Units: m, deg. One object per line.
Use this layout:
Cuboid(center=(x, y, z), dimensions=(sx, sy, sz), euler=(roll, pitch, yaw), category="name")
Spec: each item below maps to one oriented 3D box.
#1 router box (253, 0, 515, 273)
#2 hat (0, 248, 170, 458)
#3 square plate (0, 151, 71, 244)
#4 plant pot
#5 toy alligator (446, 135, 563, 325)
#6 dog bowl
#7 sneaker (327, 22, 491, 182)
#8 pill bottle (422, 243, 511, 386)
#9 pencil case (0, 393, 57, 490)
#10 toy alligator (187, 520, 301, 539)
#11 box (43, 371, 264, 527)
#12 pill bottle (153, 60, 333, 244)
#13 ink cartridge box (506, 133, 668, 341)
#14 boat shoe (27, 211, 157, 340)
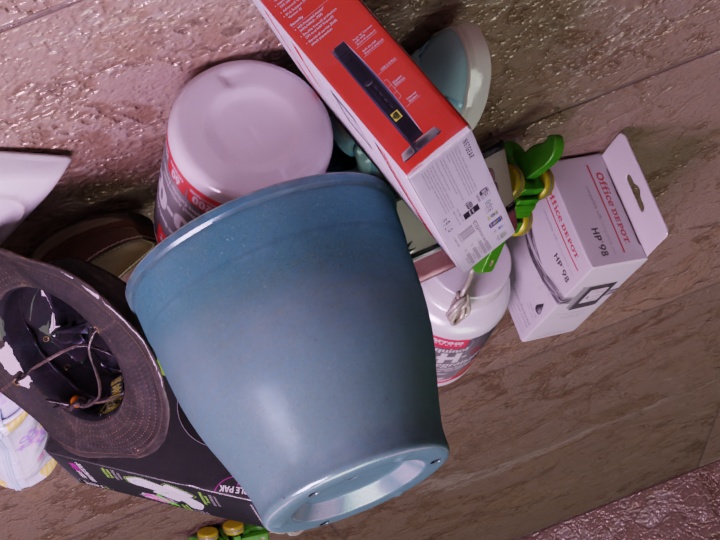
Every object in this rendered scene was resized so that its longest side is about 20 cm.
Cuboid(center=(0.015, -0.104, 1.011), dimensions=(0.049, 0.180, 0.200), euler=(-38, 159, 0), category="router box")
Cuboid(center=(-0.206, 0.043, 1.155), dimensions=(0.081, 0.200, 0.201), euler=(-51, -177, -41), category="hat")
Cuboid(center=(-0.330, -0.023, 1.099), dimensions=(0.198, 0.029, 0.200), euler=(-2, 151, -44), category="square plate")
Cuboid(center=(-0.033, 0.065, 1.056), dimensions=(0.199, 0.188, 0.200), euler=(-21, 160, -8), category="plant pot")
Cuboid(center=(0.110, -0.045, 1.368), dimensions=(0.059, 0.054, 0.200), euler=(-6, 133, -49), category="toy alligator")
Cuboid(center=(0.037, -0.033, 1.264), dimensions=(0.200, 0.074, 0.200), euler=(-25, -176, 2), category="dog bowl")
Cuboid(center=(0.023, -0.111, 1.160), dimensions=(0.082, 0.074, 0.200), euler=(-13, 158, -34), category="sneaker")
Cuboid(center=(0.083, 0.029, 1.520), dimensions=(0.110, 0.111, 0.200), euler=(-15, 159, -17), category="pill bottle")
Cuboid(center=(-0.319, 0.133, 1.412), dimensions=(0.083, 0.091, 0.200), euler=(-17, 160, -11), category="pencil case")
Cuboid(center=(-0.178, 0.382, 2.240), dimensions=(0.199, 0.060, 0.054), euler=(-13, -160, -26), category="toy alligator")
Cuboid(center=(-0.149, 0.126, 1.367), dimensions=(0.199, 0.149, 0.124), euler=(12, 161, 8), category="box")
Cuboid(center=(-0.091, -0.053, 1.134), dimensions=(0.113, 0.114, 0.200), euler=(-14, 158, -18), category="pill bottle")
Cuboid(center=(0.198, -0.030, 1.479), dimensions=(0.066, 0.116, 0.200), euler=(-10, 156, -25), category="ink cartridge box")
Cuboid(center=(-0.239, 0.024, 1.240), dimensions=(0.200, 0.074, 0.076), euler=(-30, 158, 22), category="boat shoe")
